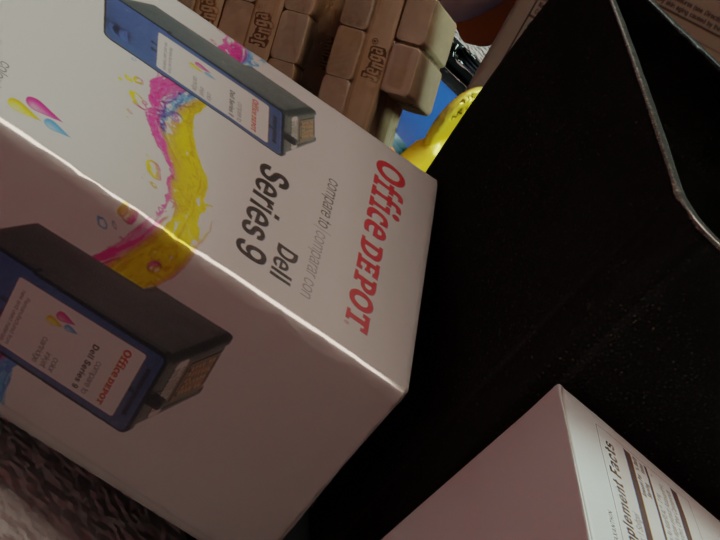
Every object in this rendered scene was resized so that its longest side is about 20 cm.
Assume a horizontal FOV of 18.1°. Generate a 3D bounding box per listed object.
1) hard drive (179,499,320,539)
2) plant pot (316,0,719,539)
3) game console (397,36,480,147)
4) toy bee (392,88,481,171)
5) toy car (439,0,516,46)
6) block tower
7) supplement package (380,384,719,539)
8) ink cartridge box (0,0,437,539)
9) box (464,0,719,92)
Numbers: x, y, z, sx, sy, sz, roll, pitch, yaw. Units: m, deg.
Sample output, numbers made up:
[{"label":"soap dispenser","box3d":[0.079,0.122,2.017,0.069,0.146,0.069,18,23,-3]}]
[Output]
[{"label":"hard drive","box3d":[0.004,0.084,0.809,0.200,0.033,0.140,28,27,-44]},{"label":"plant pot","box3d":[0.091,0.050,0.742,0.199,0.177,0.200,40,21,-22]},{"label":"game console","box3d":[0.023,-0.055,1.146,0.200,0.118,0.171,43,-11,-16]},{"label":"toy bee","box3d":[-0.017,-0.036,0.875,0.200,0.131,0.109,29,-15,-5]},{"label":"toy car","box3d":[0.004,-0.158,1.021,0.200,0.177,0.184,33,30,-6]},{"label":"block tower","box3d":[-0.071,-0.093,0.795,0.200,0.054,0.058,16,-2,11]},{"label":"supplement package","box3d":[0.076,0.171,0.609,0.200,0.152,0.151,40,20,-20]},{"label":"ink cartridge box","box3d":[-0.081,-0.023,0.695,0.200,0.088,0.145,36,26,-12]},{"label":"box","box3d":[0.125,-0.060,0.995,0.128,0.200,0.109,33,6,33]}]
